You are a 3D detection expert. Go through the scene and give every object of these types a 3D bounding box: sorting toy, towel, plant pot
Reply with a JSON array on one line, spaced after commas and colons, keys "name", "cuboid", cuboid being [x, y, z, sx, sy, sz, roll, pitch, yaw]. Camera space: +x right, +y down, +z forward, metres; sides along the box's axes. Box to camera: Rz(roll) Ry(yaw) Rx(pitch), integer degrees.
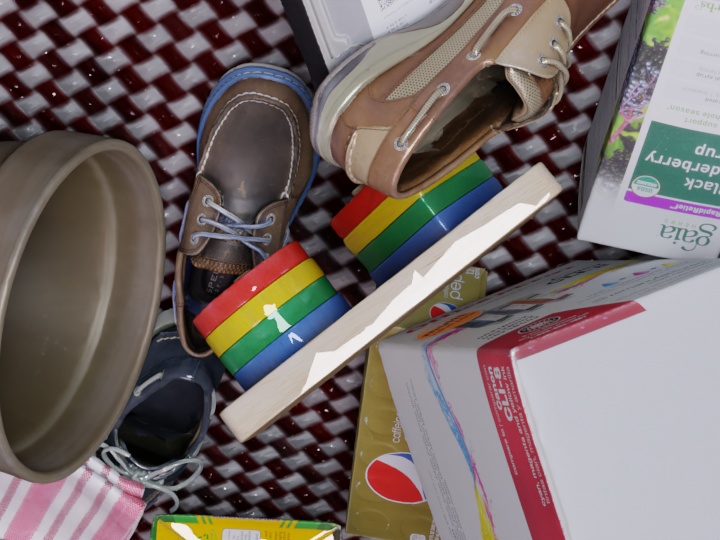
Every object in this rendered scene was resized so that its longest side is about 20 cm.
[{"name": "sorting toy", "cuboid": [0.000, 0.000, 1.064, 0.200, 0.199, 0.070, -38, 88, -2]}, {"name": "towel", "cuboid": [-0.244, 0.136, 1.326, 0.200, 0.030, 0.146, 29, 144, -3]}, {"name": "plant pot", "cuboid": [-0.231, 0.005, 1.155, 0.173, 0.200, 0.200, 13, 136, 19]}]

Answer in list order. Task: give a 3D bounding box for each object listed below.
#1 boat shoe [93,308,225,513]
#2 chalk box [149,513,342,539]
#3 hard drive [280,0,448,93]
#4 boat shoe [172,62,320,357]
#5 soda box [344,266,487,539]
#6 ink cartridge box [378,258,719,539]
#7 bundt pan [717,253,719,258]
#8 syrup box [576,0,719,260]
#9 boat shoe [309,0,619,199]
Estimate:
[{"name": "boat shoe", "cuboid": [-0.134, 0.107, 1.303, 0.075, 0.062, 0.200, 20, 134, -16]}, {"name": "chalk box", "cuboid": [-0.080, 0.227, 1.337, 0.123, 0.125, 0.200, 3, 171, -3]}, {"name": "hard drive", "cuboid": [0.026, -0.155, 0.966, 0.140, 0.038, 0.200, -35, 146, -9]}, {"name": "boat shoe", "cuboid": [-0.068, -0.028, 1.157, 0.072, 0.073, 0.200, 12, 134, -2]}, {"name": "soda box", "cuboid": [0.033, 0.085, 1.256, 0.067, 0.064, 0.200, 8, 134, 1]}, {"name": "ink cartridge box", "cuboid": [0.122, 0.082, 1.076, 0.145, 0.200, 0.145, -21, 96, -18]}, {"name": "bundt pan", "cuboid": [0.291, 0.014, 1.100, 0.201, 0.076, 0.203, 0, 115, -1]}, {"name": "syrup box", "cuboid": [0.175, -0.102, 1.044, 0.078, 0.082, 0.200, 12, 133, -2]}, {"name": "boat shoe", "cuboid": [0.071, -0.101, 0.969, 0.200, 0.072, 0.076, -38, 146, -8]}]
